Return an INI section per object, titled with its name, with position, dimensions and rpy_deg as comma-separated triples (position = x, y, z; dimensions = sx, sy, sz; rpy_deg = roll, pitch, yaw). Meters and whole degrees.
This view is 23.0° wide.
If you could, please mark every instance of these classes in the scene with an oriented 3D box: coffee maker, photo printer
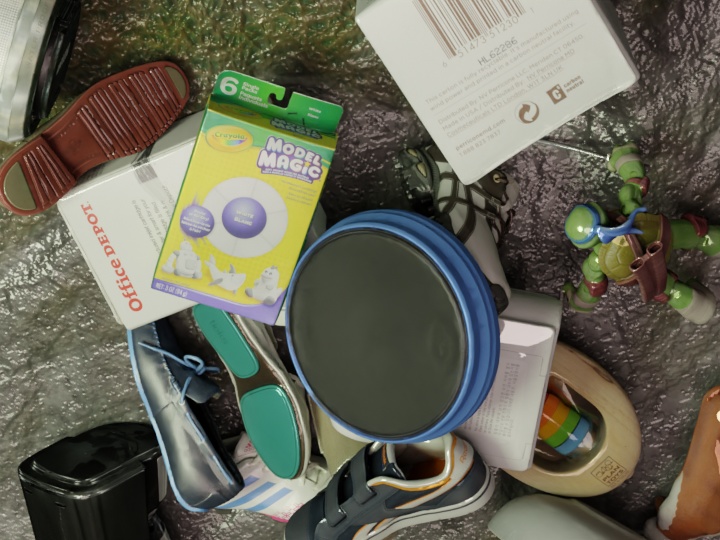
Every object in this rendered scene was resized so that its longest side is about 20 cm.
[coffee maker]
position = -0.248, 0.269, 1.670
dimensions = 0.134, 0.192, 0.201
rpy_deg = 0, 114, 20
[photo printer]
position = 0.067, 0.084, 1.563
dimensions = 0.199, 0.070, 0.167
rpy_deg = 9, 118, 5

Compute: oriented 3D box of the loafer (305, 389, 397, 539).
[loafer]
position = -0.001, 0.159, 1.647
dimensions = 0.075, 0.068, 0.201
rpy_deg = -16, 88, -5

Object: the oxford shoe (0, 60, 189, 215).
[oxford shoe]
position = -0.241, -0.122, 1.543
dimensions = 0.200, 0.075, 0.071
rpy_deg = -34, 109, -19

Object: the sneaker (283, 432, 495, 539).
[sneaker]
position = 0.012, 0.190, 1.554
dimensions = 0.199, 0.079, 0.080
rpy_deg = -22, 128, 15

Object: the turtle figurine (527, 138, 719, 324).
[turtle figurine]
position = 0.232, -0.034, 1.573
dimensions = 0.193, 0.200, 0.145
rpy_deg = 19, 71, -31

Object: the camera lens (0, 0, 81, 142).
[camera lens]
position = -0.343, -0.204, 1.475
dimensions = 0.199, 0.160, 0.161
rpy_deg = 16, 114, -5

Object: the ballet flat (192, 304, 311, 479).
[ballet flat]
position = -0.088, 0.096, 1.646
dimensions = 0.069, 0.069, 0.201
rpy_deg = -23, 102, 12

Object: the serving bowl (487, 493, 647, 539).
[serving bowl]
position = 0.221, 0.263, 1.660
dimensions = 0.200, 0.200, 0.066
rpy_deg = 29, 89, -11

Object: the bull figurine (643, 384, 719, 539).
[bull figurine]
position = 0.348, 0.201, 1.688
dimensions = 0.121, 0.065, 0.201
rpy_deg = 10, 116, -7

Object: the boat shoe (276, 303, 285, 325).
[boat shoe]
position = 0.000, 0.000, 1.604
dimensions = 0.200, 0.070, 0.072
rpy_deg = -9, 119, 10

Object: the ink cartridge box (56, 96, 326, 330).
[ink cartridge box]
position = -0.148, -0.055, 1.578
dimensions = 0.199, 0.084, 0.145
rpy_deg = -21, 112, 9

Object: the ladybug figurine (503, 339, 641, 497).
[ladybug figurine]
position = 0.177, 0.131, 1.655
dimensions = 0.200, 0.072, 0.136
rpy_deg = 41, 106, -14

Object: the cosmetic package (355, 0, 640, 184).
[cosmetic package]
position = 0.108, -0.207, 1.436
dimensions = 0.167, 0.200, 0.167
rpy_deg = -31, 109, 15

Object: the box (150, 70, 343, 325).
[box]
position = -0.095, -0.062, 1.503
dimensions = 0.117, 0.048, 0.201
rpy_deg = 16, 111, -7

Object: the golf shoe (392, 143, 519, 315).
[golf shoe]
position = 0.101, -0.047, 1.518
dimensions = 0.094, 0.200, 0.078
rpy_deg = -20, 140, -5

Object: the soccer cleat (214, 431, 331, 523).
[soccer cleat]
position = -0.080, 0.195, 1.691
dimensions = 0.199, 0.070, 0.087
rpy_deg = 3, 128, 2

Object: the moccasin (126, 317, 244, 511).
[moccasin]
position = -0.157, 0.121, 1.645
dimensions = 0.068, 0.080, 0.201
rpy_deg = -20, 91, 17

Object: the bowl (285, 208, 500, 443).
[bowl]
position = 0.021, 0.050, 1.479
dimensions = 0.200, 0.039, 0.202
rpy_deg = 9, 107, 33
